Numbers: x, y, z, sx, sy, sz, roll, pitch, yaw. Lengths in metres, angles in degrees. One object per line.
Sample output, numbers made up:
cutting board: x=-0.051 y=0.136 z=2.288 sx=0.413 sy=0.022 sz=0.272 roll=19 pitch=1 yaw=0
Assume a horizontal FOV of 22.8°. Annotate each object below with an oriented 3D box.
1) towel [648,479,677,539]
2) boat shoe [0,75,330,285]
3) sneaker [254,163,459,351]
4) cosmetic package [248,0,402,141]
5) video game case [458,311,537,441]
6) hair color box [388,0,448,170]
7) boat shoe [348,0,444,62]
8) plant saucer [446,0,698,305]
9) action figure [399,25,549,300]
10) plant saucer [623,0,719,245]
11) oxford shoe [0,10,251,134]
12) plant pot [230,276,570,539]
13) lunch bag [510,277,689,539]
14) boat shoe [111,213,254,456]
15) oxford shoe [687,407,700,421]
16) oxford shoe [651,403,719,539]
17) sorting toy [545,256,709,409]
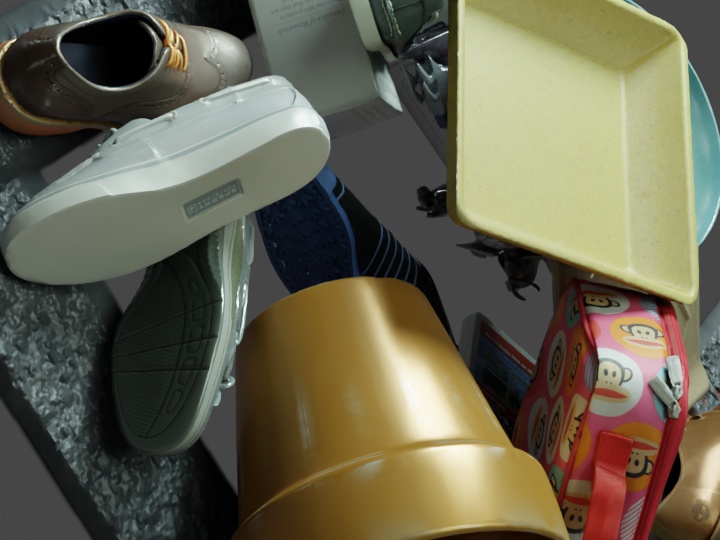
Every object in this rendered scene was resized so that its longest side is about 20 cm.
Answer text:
towel: x=0.227 y=0.208 z=1.275 sx=0.152 sy=0.023 sz=0.200 roll=31 pitch=39 yaw=5
boat shoe: x=-0.118 y=-0.058 z=1.033 sx=0.069 sy=0.199 sz=0.072 roll=58 pitch=-8 yaw=38
sneaker: x=0.000 y=0.000 z=1.184 sx=0.201 sy=0.070 sz=0.078 roll=62 pitch=34 yaw=-14
cosmetic package: x=-0.036 y=-0.192 z=1.183 sx=0.102 sy=0.073 sz=0.202 roll=9 pitch=64 yaw=-80
video game case: x=0.111 y=0.146 z=1.257 sx=0.143 sy=0.017 sz=0.201 roll=40 pitch=43 yaw=-29
hair color box: x=0.062 y=-0.171 z=1.285 sx=0.201 sy=0.100 sz=0.061 roll=54 pitch=43 yaw=-17
boat shoe: x=0.031 y=-0.177 z=1.143 sx=0.200 sy=0.061 sz=0.073 roll=-55 pitch=126 yaw=-79
plant saucer: x=0.123 y=-0.087 z=1.120 sx=0.199 sy=0.048 sz=0.202 roll=19 pitch=61 yaw=-33
action figure: x=0.089 y=-0.070 z=1.244 sx=0.069 sy=0.129 sz=0.202 roll=-35 pitch=116 yaw=-44
plant saucer: x=0.167 y=-0.097 z=1.209 sx=0.199 sy=0.027 sz=0.202 roll=16 pitch=64 yaw=-34
oxford shoe: x=-0.127 y=-0.120 z=1.073 sx=0.199 sy=0.073 sz=0.072 roll=-15 pitch=86 yaw=-49
plant pot: x=0.005 y=0.114 z=1.063 sx=0.199 sy=0.200 sz=0.185 roll=14 pitch=49 yaw=-43
lunch bag: x=0.145 y=0.121 z=1.118 sx=0.081 sy=0.202 sz=0.177 roll=11 pitch=24 yaw=-3
boat shoe: x=-0.097 y=0.023 z=1.064 sx=0.065 sy=0.074 sz=0.204 roll=51 pitch=34 yaw=-48
oxford shoe: x=0.223 y=0.094 z=1.378 sx=0.200 sy=0.071 sz=0.073 roll=44 pitch=42 yaw=-25
oxford shoe: x=0.259 y=0.124 z=1.307 sx=0.071 sy=0.072 sz=0.200 roll=25 pitch=44 yaw=8
sorting toy: x=0.186 y=0.033 z=1.265 sx=0.185 sy=0.036 sz=0.202 roll=-35 pitch=124 yaw=-42
